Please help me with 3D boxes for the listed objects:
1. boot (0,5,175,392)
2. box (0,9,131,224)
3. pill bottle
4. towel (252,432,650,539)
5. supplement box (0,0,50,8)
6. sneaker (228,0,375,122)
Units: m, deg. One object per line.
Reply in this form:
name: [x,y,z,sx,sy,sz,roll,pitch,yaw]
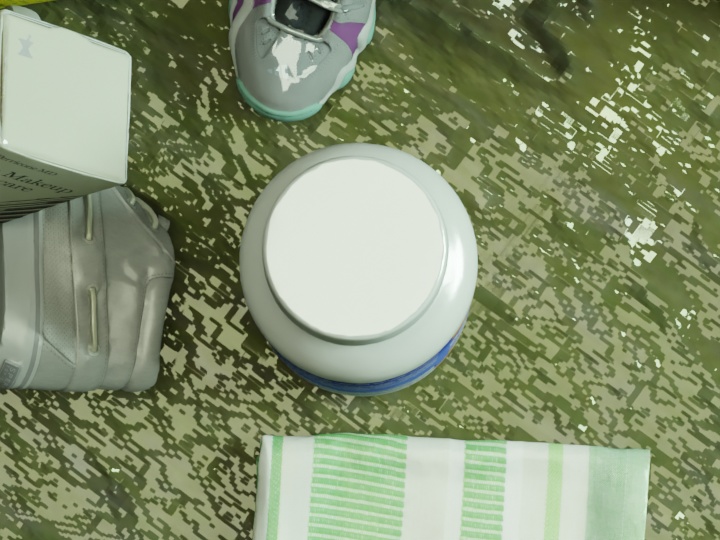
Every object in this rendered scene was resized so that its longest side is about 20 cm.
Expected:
boot: [-0.144,-0.033,1.302,0.095,0.074,0.201,7,71,-27]
box: [-0.203,-0.060,1.233,0.200,0.082,0.069,-15,68,43]
pill bottle: [0.000,0.000,1.223,0.112,0.200,0.112,0,85,0]
towel: [0.042,0.160,1.295,0.199,0.023,0.153,4,83,1]
supplement box: [-0.227,-0.183,1.283,0.199,0.109,0.110,-8,91,-1]
sneaker: [-0.018,-0.178,1.270,0.078,0.140,0.201,16,84,2]
